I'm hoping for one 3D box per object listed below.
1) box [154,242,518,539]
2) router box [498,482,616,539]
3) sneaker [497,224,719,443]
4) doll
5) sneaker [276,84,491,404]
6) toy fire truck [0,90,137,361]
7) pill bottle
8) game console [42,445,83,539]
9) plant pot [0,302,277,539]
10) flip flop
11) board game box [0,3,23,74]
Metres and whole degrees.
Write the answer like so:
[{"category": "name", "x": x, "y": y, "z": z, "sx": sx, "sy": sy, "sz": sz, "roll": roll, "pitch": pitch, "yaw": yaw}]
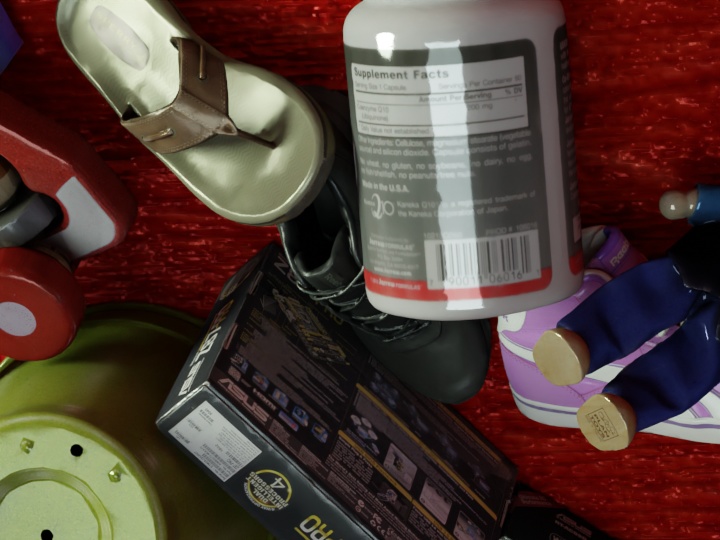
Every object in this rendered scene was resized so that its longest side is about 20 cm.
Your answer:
[{"category": "box", "x": -0.008, "y": 0.097, "z": 1.482, "sx": 0.200, "sy": 0.161, "sz": 0.049, "roll": 43, "pitch": 121, "yaw": -13}, {"category": "router box", "x": 0.103, "y": 0.240, "z": 1.592, "sx": 0.150, "sy": 0.062, "sz": 0.200, "roll": 32, "pitch": 121, "yaw": -4}, {"category": "sneaker", "x": 0.169, "y": 0.029, "z": 1.442, "sx": 0.200, "sy": 0.073, "sz": 0.114, "roll": -2, "pitch": 128, "yaw": 14}, {"category": "doll", "x": 0.188, "y": 0.020, "z": 1.393, "sx": 0.137, "sy": 0.200, "sz": 0.048, "roll": 55, "pitch": 155, "yaw": 6}, {"category": "sneaker", "x": 0.000, "y": 0.000, "z": 1.468, "sx": 0.076, "sy": 0.091, "sz": 0.200, "roll": -29, "pitch": 110, "yaw": 24}, {"category": "toy fire truck", "x": -0.230, "y": -0.033, "z": 1.469, "sx": 0.200, "sy": 0.112, "sz": 0.168, "roll": -22, "pitch": 123, "yaw": 32}, {"category": "pill bottle", "x": 0.051, "y": -0.083, "z": 1.378, "sx": 0.114, "sy": 0.114, "sz": 0.200, "roll": -2, "pitch": 102, "yaw": 15}, {"category": "game console", "x": -0.121, "y": 0.175, "z": 1.637, "sx": 0.200, "sy": 0.116, "sz": 0.176, "roll": 9, "pitch": 90, "yaw": 8}, {"category": "plant pot", "x": -0.147, "y": 0.126, "z": 1.478, "sx": 0.200, "sy": 0.193, "sz": 0.201, "roll": 1, "pitch": 95, "yaw": 9}, {"category": "flip flop", "x": -0.095, "y": -0.093, "z": 1.411, "sx": 0.200, "sy": 0.058, "sz": 0.081, "roll": 43, "pitch": 107, "yaw": 25}, {"category": "board game box", "x": -0.302, "y": -0.144, "z": 1.476, "sx": 0.200, "sy": 0.045, "sz": 0.135, "roll": -15, "pitch": 117, "yaw": 25}]
